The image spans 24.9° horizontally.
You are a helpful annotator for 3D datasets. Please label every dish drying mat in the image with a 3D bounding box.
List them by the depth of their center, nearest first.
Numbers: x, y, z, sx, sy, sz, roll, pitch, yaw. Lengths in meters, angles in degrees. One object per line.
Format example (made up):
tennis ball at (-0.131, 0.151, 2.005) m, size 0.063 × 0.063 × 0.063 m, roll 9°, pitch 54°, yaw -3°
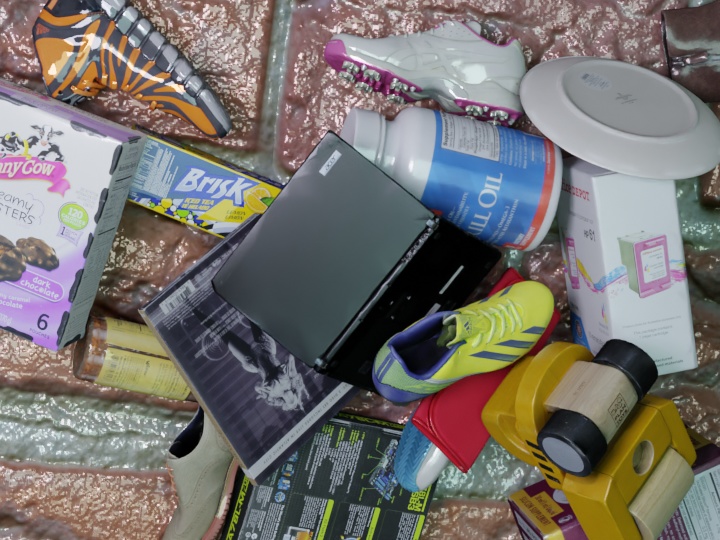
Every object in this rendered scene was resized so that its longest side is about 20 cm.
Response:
dish drying mat at (0.121, 0.090, 1.527) m, size 0.077 × 0.018 × 0.200 m, roll 45°, pitch 56°, yaw -15°

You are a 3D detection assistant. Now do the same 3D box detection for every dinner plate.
dinner plate at (0.246, -0.151, 1.510) m, size 0.199 × 0.200 × 0.024 m, roll 6°, pitch 127°, yaw -11°

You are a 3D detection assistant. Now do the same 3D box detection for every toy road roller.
toy road roller at (0.203, 0.152, 1.486) m, size 0.123 × 0.146 × 0.200 m, roll -49°, pitch 127°, yaw -26°

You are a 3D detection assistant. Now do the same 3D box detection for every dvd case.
dvd case at (-0.094, 0.071, 1.474) m, size 0.149 × 0.016 × 0.200 m, roll -42°, pitch 112°, yaw -28°

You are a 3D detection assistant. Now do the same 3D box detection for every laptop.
laptop at (0.000, 0.000, 1.469) m, size 0.177 × 0.103 × 0.200 m, roll -51°, pitch 146°, yaw 10°

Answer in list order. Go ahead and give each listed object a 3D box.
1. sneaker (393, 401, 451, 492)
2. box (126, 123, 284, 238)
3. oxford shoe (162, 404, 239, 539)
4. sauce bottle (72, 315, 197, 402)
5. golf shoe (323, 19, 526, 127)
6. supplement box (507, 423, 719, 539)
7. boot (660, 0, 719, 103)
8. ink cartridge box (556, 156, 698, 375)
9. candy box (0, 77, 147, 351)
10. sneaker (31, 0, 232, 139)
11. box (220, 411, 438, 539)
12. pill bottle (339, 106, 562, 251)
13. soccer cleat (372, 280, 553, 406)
sneaker at (0.106, 0.135, 1.558) m, size 0.081 × 0.076 × 0.200 m, roll 43°, pitch 66°, yaw -17°
box at (-0.129, -0.068, 1.511) m, size 0.199 × 0.070 × 0.064 m, roll 23°, pitch 96°, yaw -13°
oxford shoe at (-0.156, 0.190, 1.531) m, size 0.074 × 0.071 × 0.200 m, roll 16°, pitch 110°, yaw -24°
sauce bottle at (-0.168, 0.092, 1.529) m, size 0.199 × 0.066 × 0.066 m, roll 16°, pitch 96°, yaw -20°
golf shoe at (0.064, -0.199, 1.535) m, size 0.199 × 0.075 × 0.092 m, roll 15°, pitch 80°, yaw -15°
supplement box at (0.265, 0.245, 1.602) m, size 0.199 × 0.131 × 0.104 m, roll -23°, pitch 103°, yaw -7°
boot at (0.390, -0.182, 1.605) m, size 0.166 × 0.072 × 0.201 m, roll -14°, pitch 103°, yaw 4°
ink cartridge box at (0.249, -0.010, 1.552) m, size 0.084 × 0.145 × 0.201 m, roll -9°, pitch 100°, yaw -8°
candy box at (-0.302, -0.055, 1.441) m, size 0.167 × 0.072 × 0.201 m, roll 21°, pitch 104°, yaw 7°
sneaker at (-0.216, -0.171, 1.484) m, size 0.112 × 0.078 × 0.200 m, roll -45°, pitch 93°, yaw 3°
box at (-0.030, 0.236, 1.570) m, size 0.193 × 0.047 × 0.201 m, roll 13°, pitch 96°, yaw -28°
pill bottle at (0.079, -0.090, 1.526) m, size 0.199 × 0.112 × 0.113 m, roll 11°, pitch 96°, yaw -11°
soccer cleat at (0.100, 0.058, 1.467) m, size 0.200 × 0.084 × 0.065 m, roll -26°, pitch 64°, yaw -24°
